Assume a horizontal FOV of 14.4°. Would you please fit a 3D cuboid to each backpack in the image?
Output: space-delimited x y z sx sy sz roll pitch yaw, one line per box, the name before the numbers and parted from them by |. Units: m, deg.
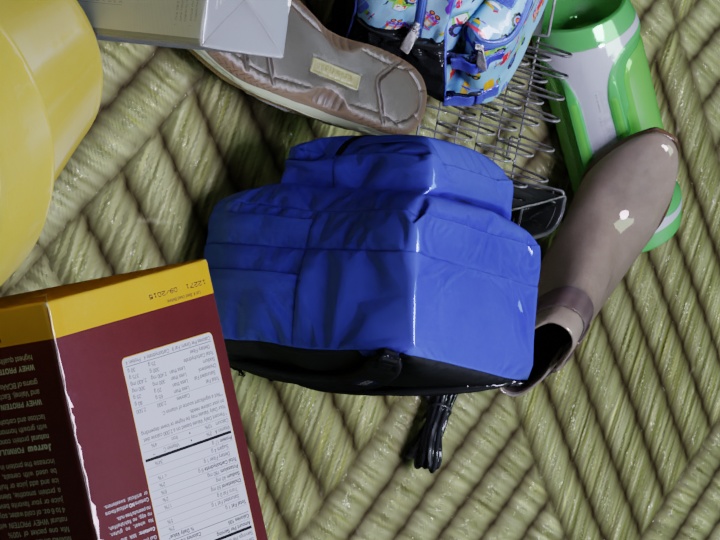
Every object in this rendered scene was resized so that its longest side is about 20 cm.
backpack | 0.064 -0.225 1.872 0.200 0.134 0.183 97 18 -67
backpack | 0.000 0.000 1.840 0.162 0.199 0.169 22 70 -50

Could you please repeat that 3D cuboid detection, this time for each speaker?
speaker | 0.188 -0.113 2.157 0.088 0.088 0.201 -45 131 -38

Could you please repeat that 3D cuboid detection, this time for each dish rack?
dish rack | 0.096 -0.117 2.041 0.153 0.054 0.201 -15 120 -51

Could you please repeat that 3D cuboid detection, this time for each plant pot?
plant pot | -0.235 -0.085 1.528 0.189 0.200 0.202 -44 131 -57

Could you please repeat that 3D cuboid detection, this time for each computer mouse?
computer mouse | 0.027 0.052 2.012 0.200 0.044 0.110 48 61 -46

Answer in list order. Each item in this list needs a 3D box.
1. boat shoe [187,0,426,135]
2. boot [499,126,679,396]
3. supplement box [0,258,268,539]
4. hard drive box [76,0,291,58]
boat shoe | -0.055 -0.134 1.842 0.199 0.076 0.072 29 69 -27
boot | 0.165 0.003 2.098 0.200 0.070 0.146 -61 180 40
supplement box | -0.177 0.115 1.594 0.132 0.196 0.201 -16 94 -50
hard drive box | -0.133 -0.208 1.617 0.077 0.199 0.157 4 95 -53
